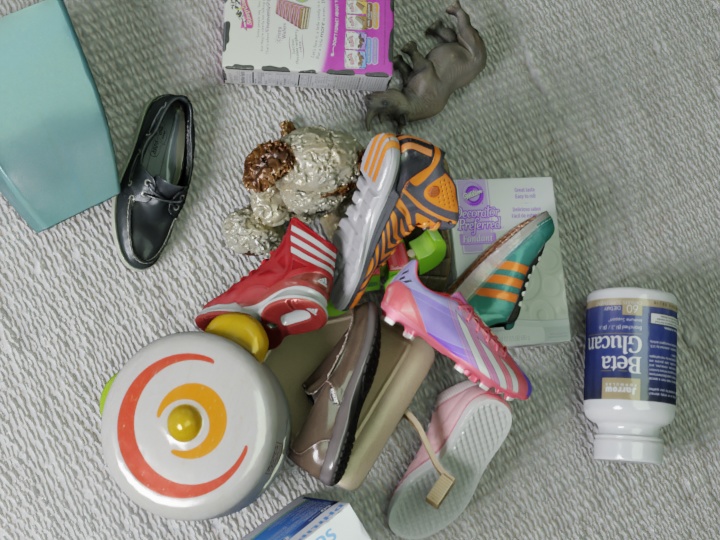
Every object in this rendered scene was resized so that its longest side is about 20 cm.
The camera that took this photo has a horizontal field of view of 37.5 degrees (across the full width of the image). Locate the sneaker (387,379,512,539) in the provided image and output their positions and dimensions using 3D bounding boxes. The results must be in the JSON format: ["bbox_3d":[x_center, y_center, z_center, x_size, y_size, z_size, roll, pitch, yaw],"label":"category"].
[{"bbox_3d":[0.100,0.211,1.226,0.075,0.105,0.202,32,102,-13],"label":"sneaker"}]

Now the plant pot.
[{"bbox_3d":[-0.336,-0.150,1.103,0.140,0.141,0.203,-29,100,-20],"label":"plant pot"}]

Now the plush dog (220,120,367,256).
[{"bbox_3d":[-0.052,-0.107,1.166,0.196,0.172,0.164,-3,81,-18],"label":"plush dog"}]

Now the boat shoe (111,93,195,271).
[{"bbox_3d":[-0.218,-0.100,1.160,0.074,0.066,0.203,24,71,-34],"label":"boat shoe"}]

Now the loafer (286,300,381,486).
[{"bbox_3d":[-0.028,0.120,1.119,0.070,0.073,0.203,14,67,11],"label":"loafer"}]

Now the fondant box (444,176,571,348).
[{"bbox_3d":[0.169,-0.007,1.284,0.142,0.058,0.204,-3,81,-18],"label":"fondant box"}]

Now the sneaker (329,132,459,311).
[{"bbox_3d":[0.040,-0.040,1.107,0.110,0.078,0.202,8,120,-28],"label":"sneaker"}]

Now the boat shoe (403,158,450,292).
[{"bbox_3d":[0.072,-0.041,1.250,0.071,0.065,0.204,4,99,2],"label":"boat shoe"}]

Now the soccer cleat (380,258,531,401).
[{"bbox_3d":[0.112,0.068,1.141,0.198,0.067,0.077,33,89,-8],"label":"soccer cleat"}]

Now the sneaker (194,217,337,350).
[{"bbox_3d":[-0.092,0.014,1.139,0.078,0.198,0.117,41,54,-35],"label":"sneaker"}]

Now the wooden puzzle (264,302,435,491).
[{"bbox_3d":[-0.042,0.118,1.181,0.198,0.037,0.186,29,72,14],"label":"wooden puzzle"}]

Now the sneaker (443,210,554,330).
[{"bbox_3d":[0.160,0.020,1.214,0.200,0.071,0.080,-44,95,-10],"label":"sneaker"}]

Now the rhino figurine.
[{"bbox_3d":[0.077,-0.234,1.291,0.088,0.060,0.200,47,72,-3],"label":"rhino figurine"}]

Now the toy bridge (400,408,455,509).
[{"bbox_3d":[0.024,0.177,1.176,0.199,0.027,0.068,34,74,20],"label":"toy bridge"}]

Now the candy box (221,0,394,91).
[{"bbox_3d":[-0.061,-0.286,1.234,0.196,0.061,0.139,3,80,-6],"label":"candy box"}]

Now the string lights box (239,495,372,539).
[{"bbox_3d":[-0.064,0.285,1.084,0.102,0.200,0.060,-33,92,-19],"label":"string lights box"}]

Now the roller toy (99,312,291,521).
[{"bbox_3d":[-0.163,0.158,1.078,0.197,0.140,0.185,-24,78,-1],"label":"roller toy"}]

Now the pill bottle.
[{"bbox_3d":[0.326,0.129,1.285,0.109,0.111,0.204,7,79,-17],"label":"pill bottle"}]

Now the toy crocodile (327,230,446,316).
[{"bbox_3d":[0.000,0.000,1.177,0.196,0.062,0.068,-13,61,-5],"label":"toy crocodile"}]
